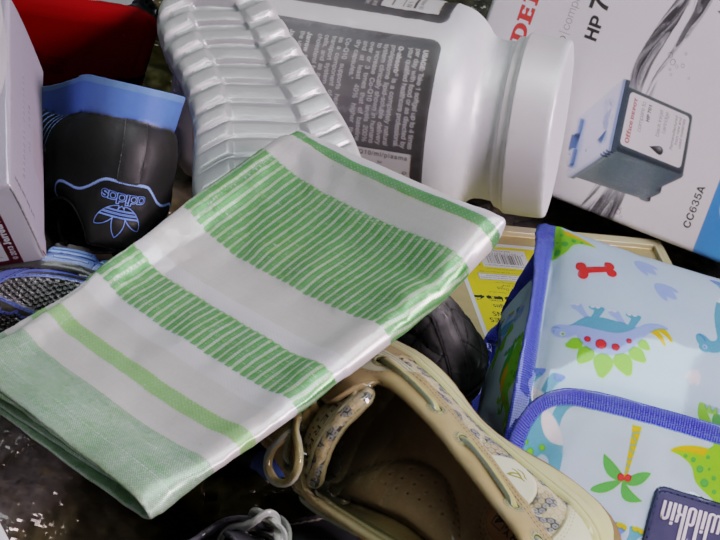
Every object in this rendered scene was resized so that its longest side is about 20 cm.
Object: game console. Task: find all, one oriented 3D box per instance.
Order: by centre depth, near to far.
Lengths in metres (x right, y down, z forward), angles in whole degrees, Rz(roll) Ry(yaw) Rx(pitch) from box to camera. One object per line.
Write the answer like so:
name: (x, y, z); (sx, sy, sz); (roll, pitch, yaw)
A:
game console: (-0.215, -0.153, 1.074); (0.199, 0.173, 0.119); (7, 62, -12)

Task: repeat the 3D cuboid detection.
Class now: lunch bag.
lunch bag: (0.132, 0.097, 0.871); (0.169, 0.128, 0.201); (16, 52, -3)

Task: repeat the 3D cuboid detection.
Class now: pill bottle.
pill bottle: (0.007, -0.090, 1.047); (0.199, 0.117, 0.117); (11, 34, 9)

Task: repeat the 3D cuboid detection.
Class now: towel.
towel: (-0.054, 0.013, 0.822); (0.200, 0.024, 0.152); (-35, 39, -27)

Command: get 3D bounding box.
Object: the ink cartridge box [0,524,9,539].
ink cartridge box: (-0.236, 0.085, 0.757); (0.145, 0.088, 0.200); (-7, 39, -29)

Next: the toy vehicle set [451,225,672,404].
toy vehicle set: (0.080, 0.023, 1.025); (0.199, 0.027, 0.125); (5, 36, -16)

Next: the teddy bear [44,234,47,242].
teddy bear: (-0.235, -0.047, 0.956); (0.144, 0.067, 0.200); (-3, 39, -23)

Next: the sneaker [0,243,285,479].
sneaker: (-0.106, 0.044, 0.881); (0.199, 0.076, 0.079); (9, 38, -9)

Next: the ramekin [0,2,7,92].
ramekin: (-0.231, -0.051, 0.753); (0.199, 0.105, 0.201); (1, 45, -1)

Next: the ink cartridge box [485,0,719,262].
ink cartridge box: (0.165, -0.101, 1.108); (0.199, 0.147, 0.086); (21, 15, 10)

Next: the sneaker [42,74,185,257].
sneaker: (-0.132, -0.046, 0.964); (0.070, 0.078, 0.200); (13, -4, -13)

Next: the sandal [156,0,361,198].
sandal: (-0.046, -0.060, 0.958); (0.082, 0.050, 0.204); (-11, 56, -7)

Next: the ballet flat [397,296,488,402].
ballet flat: (0.000, 0.000, 0.942); (0.066, 0.057, 0.200); (-24, 34, -22)

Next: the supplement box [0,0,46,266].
supplement box: (-0.243, -0.048, 0.874); (0.199, 0.061, 0.109); (-9, 57, 3)

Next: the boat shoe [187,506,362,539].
boat shoe: (-0.040, 0.131, 0.793); (0.199, 0.063, 0.073); (-18, 45, -41)

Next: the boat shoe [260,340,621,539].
boat shoe: (0.014, 0.074, 0.793); (0.199, 0.074, 0.063); (28, 8, 33)
